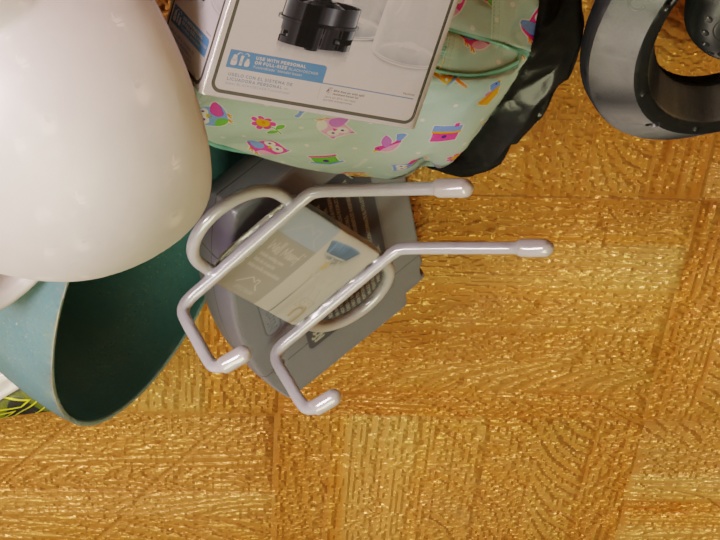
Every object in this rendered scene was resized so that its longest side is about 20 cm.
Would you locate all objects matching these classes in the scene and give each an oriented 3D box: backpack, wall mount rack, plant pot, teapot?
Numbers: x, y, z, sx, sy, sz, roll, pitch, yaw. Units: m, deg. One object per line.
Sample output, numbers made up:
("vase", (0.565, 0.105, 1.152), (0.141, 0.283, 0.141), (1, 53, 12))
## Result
("backpack", (-0.001, -0.121, 1.309), (0.199, 0.127, 0.167), (11, 143, -21))
("wall mount rack", (0.000, 0.000, 1.403), (0.174, 0.075, 0.200), (-39, 153, 11))
("plant pot", (-0.167, -0.034, 1.406), (0.134, 0.200, 0.200), (25, 149, 17))
("teapot", (-0.171, -0.069, 1.192), (0.146, 0.197, 0.200), (-28, 105, -19))

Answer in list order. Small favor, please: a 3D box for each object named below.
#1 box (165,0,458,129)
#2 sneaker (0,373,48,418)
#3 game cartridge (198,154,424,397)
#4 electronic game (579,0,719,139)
("box", (-0.005, -0.172, 1.158), (0.116, 0.060, 0.201), (9, 112, -28))
("sneaker", (-0.214, 0.070, 1.626), (0.200, 0.075, 0.085), (-26, 138, 31))
("game cartridge", (-0.030, -0.014, 1.478), (0.133, 0.042, 0.200), (-34, 148, -14))
("electronic game", (0.200, -0.142, 1.307), (0.200, 0.042, 0.200), (-22, 147, -15))
